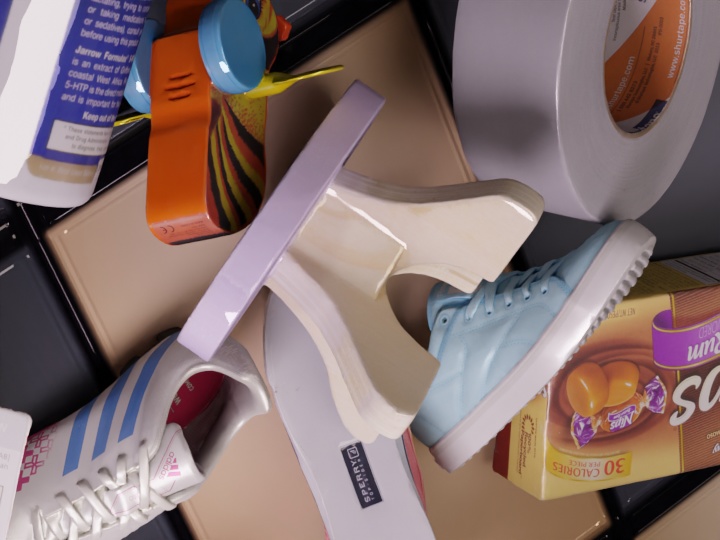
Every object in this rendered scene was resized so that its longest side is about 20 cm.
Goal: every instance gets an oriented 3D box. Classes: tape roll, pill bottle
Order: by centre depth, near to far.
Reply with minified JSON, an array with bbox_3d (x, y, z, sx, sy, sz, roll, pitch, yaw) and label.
[{"bbox_3d":[-0.155,-0.141,1.207,0.119,0.120,0.201,13,100,-35],"label":"pill bottle"},{"bbox_3d":[0.126,-0.129,1.375,0.200,0.066,0.201,-32,129,-50],"label":"tape roll"}]

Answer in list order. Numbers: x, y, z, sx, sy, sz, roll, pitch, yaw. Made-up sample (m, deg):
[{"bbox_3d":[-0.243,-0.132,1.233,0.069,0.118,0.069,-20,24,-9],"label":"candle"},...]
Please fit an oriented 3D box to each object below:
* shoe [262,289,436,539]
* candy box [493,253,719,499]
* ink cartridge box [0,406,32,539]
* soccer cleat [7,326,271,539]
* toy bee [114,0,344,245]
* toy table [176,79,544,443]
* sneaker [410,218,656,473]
[{"bbox_3d":[-0.007,0.091,1.419,0.071,0.091,0.201,-16,87,-6],"label":"shoe"},{"bbox_3d":[0.177,0.058,1.520,0.199,0.056,0.117,-7,110,-29],"label":"candy box"},{"bbox_3d":[-0.240,0.145,1.242,0.050,0.161,0.201,-11,113,-74],"label":"ink cartridge box"},{"bbox_3d":[-0.131,0.106,1.330,0.200,0.086,0.070,-44,124,-12],"label":"soccer cleat"},{"bbox_3d":[-0.064,-0.107,1.287,0.109,0.130,0.201,18,86,-60],"label":"toy bee"},{"bbox_3d":[0.000,0.000,1.304,0.117,0.184,0.200,33,49,-2],"label":"toy table"},{"bbox_3d":[0.076,0.028,1.395,0.200,0.082,0.074,-49,177,34],"label":"sneaker"}]
